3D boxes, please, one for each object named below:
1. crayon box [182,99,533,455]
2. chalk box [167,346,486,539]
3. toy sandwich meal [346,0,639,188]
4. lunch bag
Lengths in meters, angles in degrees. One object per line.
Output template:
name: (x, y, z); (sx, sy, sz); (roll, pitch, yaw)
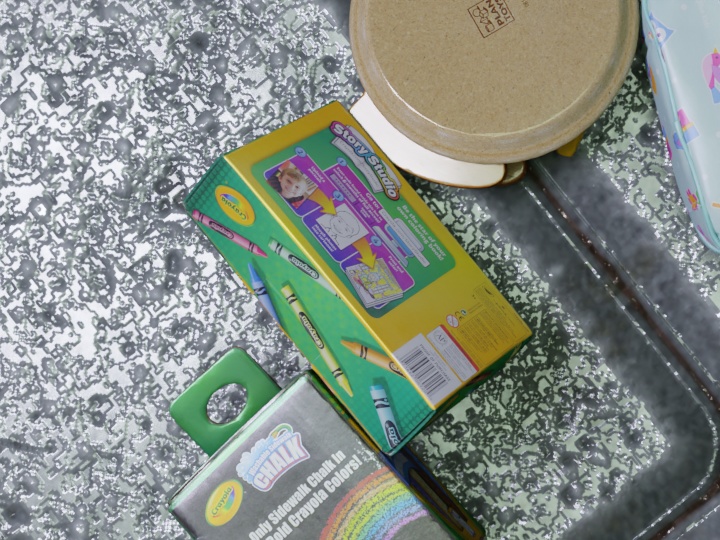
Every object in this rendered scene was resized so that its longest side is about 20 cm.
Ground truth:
crayon box: (0.000, 0.000, 1.059); (0.200, 0.119, 0.058); (50, 131, 8)
chalk box: (-0.032, 0.140, 1.084); (0.125, 0.124, 0.200); (-42, 84, 4)
toy sandwich meal: (0.084, -0.148, 1.109); (0.203, 0.070, 0.207); (-1, 81, 7)
lunch bag: (0.269, -0.109, 1.080); (0.159, 0.077, 0.202); (-17, 87, 4)
